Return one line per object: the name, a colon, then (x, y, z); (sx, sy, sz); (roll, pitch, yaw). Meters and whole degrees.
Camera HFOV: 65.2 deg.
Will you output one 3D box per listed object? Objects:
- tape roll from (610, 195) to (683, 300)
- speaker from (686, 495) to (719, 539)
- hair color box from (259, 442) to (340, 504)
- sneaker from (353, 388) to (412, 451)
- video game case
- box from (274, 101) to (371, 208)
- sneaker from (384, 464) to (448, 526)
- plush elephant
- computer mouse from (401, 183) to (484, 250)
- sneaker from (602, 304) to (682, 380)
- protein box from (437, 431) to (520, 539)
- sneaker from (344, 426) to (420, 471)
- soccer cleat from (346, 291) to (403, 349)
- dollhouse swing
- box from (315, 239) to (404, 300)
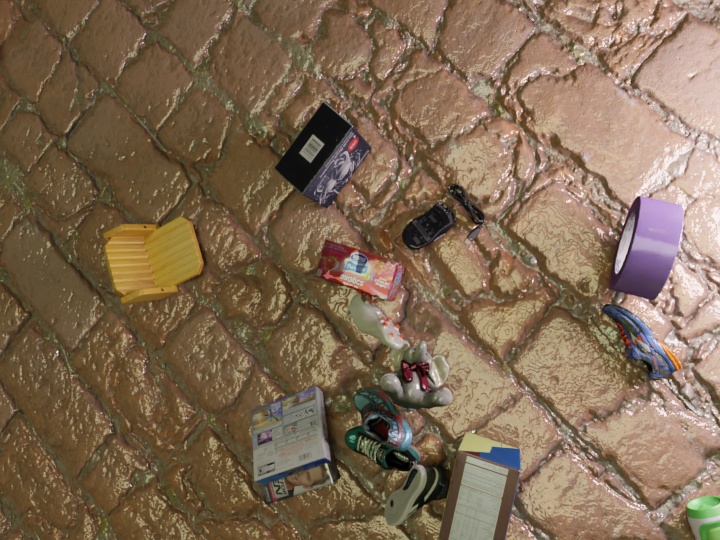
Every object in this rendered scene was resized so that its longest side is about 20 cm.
tape roll: (0.593, -0.047, 1.175); (0.083, 0.200, 0.205); (15, 90, 17)
speaker: (0.740, 0.575, 1.146); (0.087, 0.088, 0.205); (-20, 80, 13)
hair color box: (-0.160, 0.508, 1.424); (0.196, 0.060, 0.102); (-22, 80, 13)
sneaker: (0.038, 0.343, 1.334); (0.199, 0.094, 0.081); (35, 102, 46)
video game case: (-0.176, 0.410, 1.405); (0.196, 0.046, 0.185); (-22, 53, 14)
box: (-0.087, -0.279, 1.399); (0.104, 0.182, 0.201); (40, 97, 14)
sneaker: (0.142, 0.539, 1.329); (0.202, 0.109, 0.074); (-62, 29, 31)
plush elephant: (0.131, 0.238, 1.320); (0.160, 0.201, 0.158); (12, 66, 3)
computer mouse: (0.206, -0.100, 1.374); (0.199, 0.046, 0.141); (-42, 72, -3)
sneaker: (0.601, 0.154, 1.226); (0.078, 0.075, 0.201); (-44, 74, 12)
protein box: (0.263, 0.490, 1.230); (0.132, 0.198, 0.205); (13, 89, 16)
sneaker: (0.047, 0.430, 1.358); (0.195, 0.080, 0.073); (13, 89, 17)
soccer cleat: (0.035, 0.135, 1.374); (0.078, 0.068, 0.200); (-57, 47, 17)
dollhouse swing: (-0.562, -0.041, 1.534); (0.174, 0.180, 0.205); (-25, 78, 33)
box: (0.000, 0.000, 1.395); (0.196, 0.099, 0.098); (18, 91, 17)
